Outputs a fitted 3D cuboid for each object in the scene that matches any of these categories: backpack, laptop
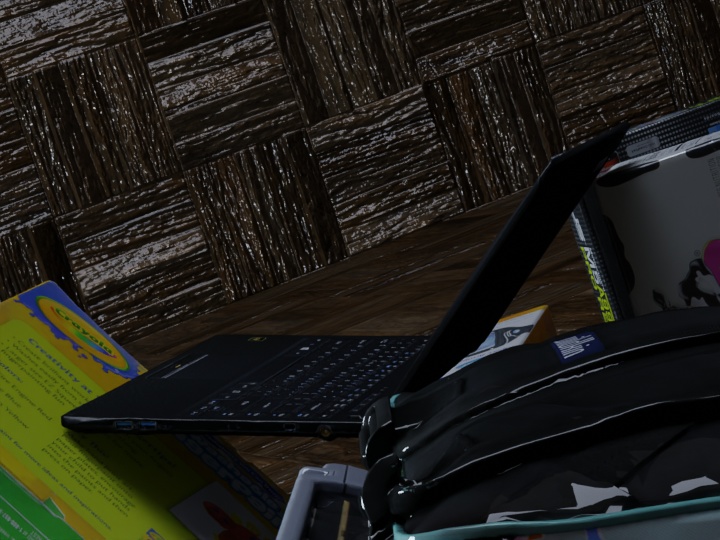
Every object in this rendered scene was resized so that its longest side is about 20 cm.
[{"bbox_3d":[0.112,0.084,0.541,0.198,0.155,0.176,-17,5,2],"label":"backpack"},{"bbox_3d":[0.000,0.000,0.832,0.198,0.105,0.177,0,8,17],"label":"laptop"}]

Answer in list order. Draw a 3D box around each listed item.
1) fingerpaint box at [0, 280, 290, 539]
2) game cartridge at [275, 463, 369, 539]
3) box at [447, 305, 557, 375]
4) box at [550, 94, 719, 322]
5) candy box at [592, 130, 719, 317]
[{"bbox_3d":[-0.102,0.109,0.821,0.074,0.200,0.167,-50,-3,16],"label":"fingerpaint box"},{"bbox_3d":[-0.019,0.138,0.609,0.040,0.135,0.200,14,4,1],"label":"game cartridge"},{"bbox_3d":[0.070,0.077,1.440,0.118,0.042,0.200,-18,8,16],"label":"box"},{"bbox_3d":[0.231,-0.025,1.218,0.198,0.162,0.044,-19,4,-6],"label":"box"},{"bbox_3d":[0.219,0.007,0.869,0.198,0.169,0.072,-18,3,16],"label":"candy box"}]
